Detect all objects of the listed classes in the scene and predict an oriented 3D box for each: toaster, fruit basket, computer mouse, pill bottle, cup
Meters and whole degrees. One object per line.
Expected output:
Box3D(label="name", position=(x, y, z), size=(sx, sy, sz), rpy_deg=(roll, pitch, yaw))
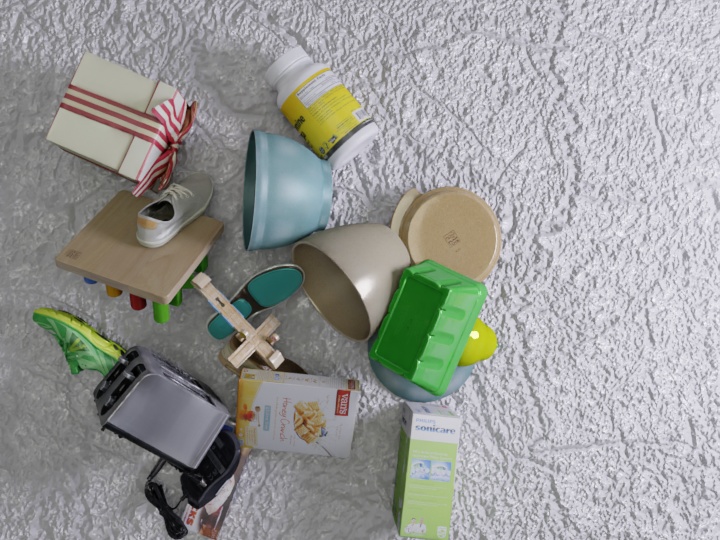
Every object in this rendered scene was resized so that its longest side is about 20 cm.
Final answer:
Box3D(label="toaster", position=(-0.319, 0.226, 1.244), size=(0.200, 0.181, 0.119), rpy_deg=(37, 84, -24))
Box3D(label="fruit basket", position=(0.134, 0.099, 1.280), size=(0.155, 0.216, 0.216), rpy_deg=(27, 86, 32))
Box3D(label="computer mouse", position=(-0.282, 0.342, 1.308), size=(0.140, 0.046, 0.200), rpy_deg=(36, 92, 35))
Box3D(label="pill bottle", position=(-0.071, -0.282, 1.325), size=(0.112, 0.112, 0.200), rpy_deg=(-40, 89, -3))
Box3D(label="cup", position=(0.000, 0.000, 1.295), size=(0.143, 0.200, 0.201), rpy_deg=(-36, 90, -25))

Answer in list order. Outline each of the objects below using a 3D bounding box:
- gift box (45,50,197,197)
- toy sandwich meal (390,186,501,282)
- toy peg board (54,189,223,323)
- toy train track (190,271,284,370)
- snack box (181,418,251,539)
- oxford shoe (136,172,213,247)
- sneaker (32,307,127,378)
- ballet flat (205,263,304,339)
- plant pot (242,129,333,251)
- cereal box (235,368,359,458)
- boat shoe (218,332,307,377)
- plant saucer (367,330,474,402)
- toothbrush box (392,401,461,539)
Box3D(label="gift box", position=(-0.387, -0.231, 1.269), size=(0.186, 0.200, 0.185), rpy_deg=(23, 92, -3))
Box3D(label="toy sandwich meal", position=(0.147, -0.055, 1.353), size=(0.204, 0.070, 0.206), rpy_deg=(0, 88, -8))
Box3D(label="toy peg board", position=(-0.360, -0.016, 1.281), size=(0.198, 0.098, 0.200), rpy_deg=(18, 43, 9))
Box3D(label="toy train track", position=(-0.197, 0.080, 1.253), size=(0.200, 0.033, 0.115), rpy_deg=(47, 55, -6))
Box3D(label="snack box", position=(-0.246, 0.361, 1.336), size=(0.072, 0.024, 0.201), rpy_deg=(20, 87, 0))
Box3D(label="oxford shoe", position=(-0.307, -0.115, 1.283), size=(0.075, 0.200, 0.058), rpy_deg=(17, 131, 14))
Box3D(label="sneaker", position=(-0.482, 0.132, 1.309), size=(0.200, 0.074, 0.084), rpy_deg=(36, 83, -1))
Box3D(label="ballet flat", position=(-0.183, 0.044, 1.321), size=(0.200, 0.069, 0.070), rpy_deg=(-36, 90, 8))
Box3D(label="plant pot", position=(-0.121, -0.130, 1.285), size=(0.134, 0.200, 0.201), rpy_deg=(2, 88, -15))
Box3D(label="cereal box", position=(-0.107, 0.240, 1.286), size=(0.199, 0.040, 0.144), rpy_deg=(6, 117, -2))
Box3D(label="boat shoe", position=(-0.155, 0.187, 1.333), size=(0.200, 0.071, 0.065), rpy_deg=(40, 122, -9))
Box3D(label="plant saucer", position=(0.113, 0.135, 1.355), size=(0.200, 0.039, 0.202), rpy_deg=(0, 89, -3))
Box3D(label="toothbrush box", position=(0.109, 0.333, 1.295), size=(0.086, 0.146, 0.201), rpy_deg=(5, 87, -2))
